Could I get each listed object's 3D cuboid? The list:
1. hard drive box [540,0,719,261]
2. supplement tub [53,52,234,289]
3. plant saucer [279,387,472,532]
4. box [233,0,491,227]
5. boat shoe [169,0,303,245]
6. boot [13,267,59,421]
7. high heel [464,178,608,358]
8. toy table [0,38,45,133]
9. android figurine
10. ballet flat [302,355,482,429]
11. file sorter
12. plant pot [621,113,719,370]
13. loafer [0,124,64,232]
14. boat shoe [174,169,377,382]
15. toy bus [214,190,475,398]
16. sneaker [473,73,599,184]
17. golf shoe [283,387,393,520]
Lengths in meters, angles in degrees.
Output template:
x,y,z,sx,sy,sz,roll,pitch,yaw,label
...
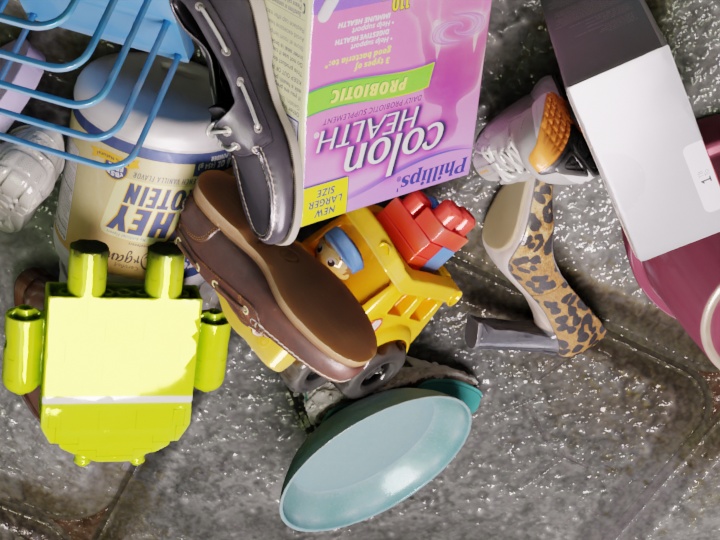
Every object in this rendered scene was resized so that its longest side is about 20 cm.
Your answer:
x,y,z,sx,sy,sz,roll,pitch,yaw,label
0.207,-0.129,0.921,0.076,0.200,0.156,-21,119,15,hard drive box
-0.180,-0.066,1.007,0.144,0.145,0.201,13,121,-6,supplement tub
0.009,0.168,1.106,0.199,0.036,0.200,-22,147,-15,plant saucer
0.001,-0.160,0.920,0.175,0.097,0.201,-19,130,-34,box
-0.092,-0.112,0.859,0.062,0.072,0.201,-16,100,-34,boat shoe
-0.247,0.108,1.091,0.064,0.200,0.187,-27,126,-31,boot
0.182,-0.014,1.086,0.142,0.071,0.201,4,115,-21,high heel
-0.367,-0.137,0.965,0.200,0.184,0.117,-50,125,1,toy table
-0.195,0.072,0.967,0.181,0.041,0.201,0,114,-19,android figurine
0.030,0.109,1.141,0.199,0.072,0.072,1,128,-36,ballet flat
-0.215,-0.175,0.822,0.138,0.123,0.200,17,160,9,file sorter
0.331,-0.007,1.005,0.199,0.179,0.201,1,123,1,plant pot
-0.291,-0.079,1.007,0.070,0.070,0.200,41,158,-21,loafer
-0.068,0.013,0.906,0.200,0.070,0.070,49,125,22,boat shoe
0.000,0.000,1.009,0.192,0.136,0.200,-43,154,19,toy bus
0.131,-0.093,0.944,0.092,0.200,0.076,-31,98,17,sneaker
-0.014,0.153,1.190,0.088,0.077,0.201,-29,118,-9,golf shoe
